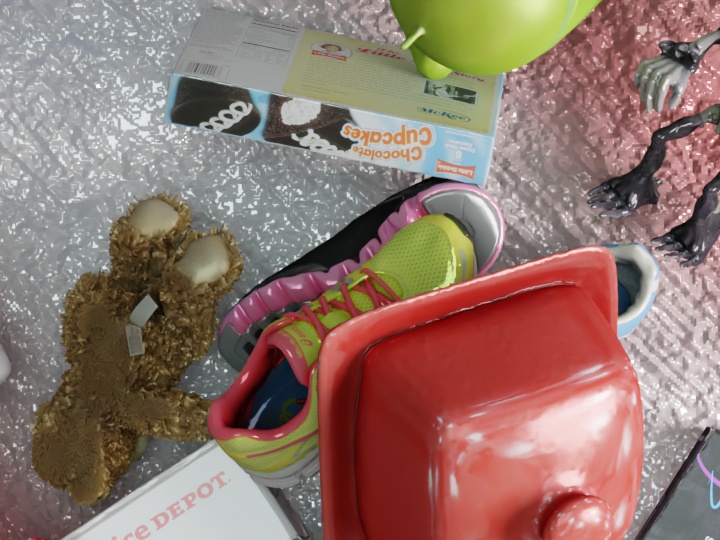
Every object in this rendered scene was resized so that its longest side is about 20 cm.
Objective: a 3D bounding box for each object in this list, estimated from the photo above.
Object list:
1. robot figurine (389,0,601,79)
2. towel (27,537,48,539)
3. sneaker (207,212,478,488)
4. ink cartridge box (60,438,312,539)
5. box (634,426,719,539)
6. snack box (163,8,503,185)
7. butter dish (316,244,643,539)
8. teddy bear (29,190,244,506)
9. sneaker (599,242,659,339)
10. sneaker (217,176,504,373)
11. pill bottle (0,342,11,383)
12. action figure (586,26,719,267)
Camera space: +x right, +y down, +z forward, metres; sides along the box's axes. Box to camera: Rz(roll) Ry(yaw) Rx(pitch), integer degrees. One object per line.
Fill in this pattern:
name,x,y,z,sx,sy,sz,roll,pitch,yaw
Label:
robot figurine,0.090,-0.190,1.306,0.116,0.200,0.175,46,128,0
towel,-0.116,0.248,1.298,0.199,0.022,0.145,12,93,5
sneaker,-0.011,0.044,1.257,0.200,0.090,0.078,-49,59,5
ink cartridge box,-0.084,0.220,1.351,0.144,0.084,0.200,-33,89,0
box,0.265,0.212,1.370,0.200,0.036,0.143,34,88,0
snack box,-0.013,-0.109,1.343,0.199,0.116,0.037,11,117,2
butter dish,0.089,0.112,1.224,0.199,0.148,0.201,-17,125,-23
teddy bear,-0.136,0.050,1.352,0.145,0.067,0.201,13,93,29
sneaker,0.099,0.035,1.326,0.200,0.073,0.072,-28,70,-26
sneaker,0.000,0.000,1.359,0.199,0.095,0.079,-29,112,11
pill bottle,-0.310,0.003,1.347,0.112,0.112,0.201,-29,88,0
action figure,0.224,-0.090,1.303,0.119,0.102,0.200,41,127,12
